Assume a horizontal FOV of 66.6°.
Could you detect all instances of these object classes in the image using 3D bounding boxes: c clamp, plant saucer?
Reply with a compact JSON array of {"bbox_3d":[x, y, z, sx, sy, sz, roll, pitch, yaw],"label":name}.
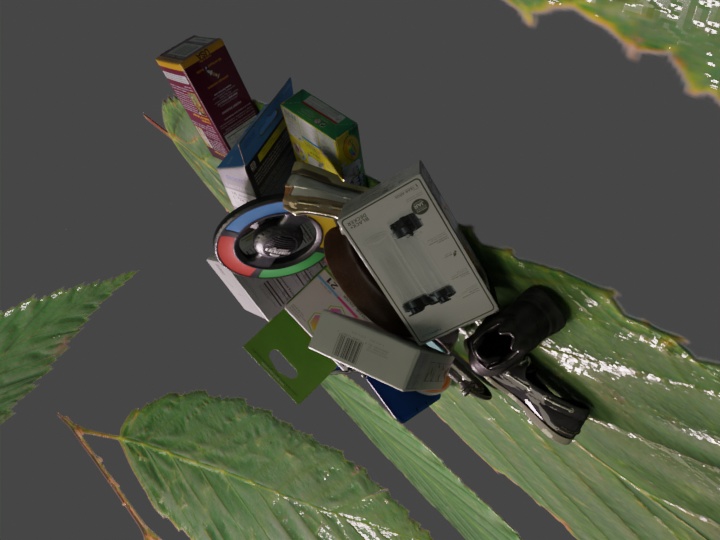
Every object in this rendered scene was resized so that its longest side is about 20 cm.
[{"bbox_3d":[0.135,0.154,0.925,0.200,0.027,0.171,39,-173,19],"label":"c clamp"},{"bbox_3d":[0.034,0.004,0.791,0.200,0.034,0.201,35,-152,-22],"label":"plant saucer"}]

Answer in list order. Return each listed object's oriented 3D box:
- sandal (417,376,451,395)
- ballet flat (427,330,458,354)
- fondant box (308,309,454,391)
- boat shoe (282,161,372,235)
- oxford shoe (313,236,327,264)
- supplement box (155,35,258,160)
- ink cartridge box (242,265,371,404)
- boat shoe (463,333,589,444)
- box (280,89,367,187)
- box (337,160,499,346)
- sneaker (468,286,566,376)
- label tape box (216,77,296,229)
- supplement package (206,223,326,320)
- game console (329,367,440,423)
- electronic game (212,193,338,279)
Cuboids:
[{"bbox_3d":[0.090,0.150,1.044,0.207,0.079,0.059,48,163,14],"label":"sandal"},{"bbox_3d":[0.077,0.054,0.888,0.200,0.072,0.072,37,161,3],"label":"ballet flat"},{"bbox_3d":[0.038,0.115,0.770,0.144,0.058,0.200,21,179,24],"label":"fondant box"},{"bbox_3d":[-0.007,-0.078,0.730,0.199,0.069,0.075,21,179,7],"label":"boat shoe"},{"bbox_3d":[0.000,0.000,0.967,0.200,0.075,0.070,46,173,7],"label":"oxford shoe"},{"bbox_3d":[-0.249,-0.290,0.950,0.110,0.086,0.200,30,154,45],"label":"supplement box"},{"bbox_3d":[-0.077,0.112,0.917,0.148,0.200,0.076,47,173,-4],"label":"ink cartridge box"},{"bbox_3d":[0.233,0.149,0.773,0.200,0.072,0.063,45,120,30],"label":"boat shoe"},{"bbox_3d":[-0.045,-0.153,0.808,0.117,0.048,0.200,39,157,27],"label":"box"},{"bbox_3d":[0.073,-0.016,0.674,0.200,0.116,0.060,55,-161,-18],"label":"box"},{"bbox_3d":[0.169,0.091,0.684,0.076,0.091,0.200,51,155,19],"label":"sneaker"},{"bbox_3d":[-0.146,-0.174,0.831,0.063,0.145,0.200,20,152,17],"label":"label tape box"},{"bbox_3d":[-0.185,-0.024,1.149,0.147,0.200,0.191,56,160,-19],"label":"supplement package"},{"bbox_3d":[0.040,0.224,1.086,0.170,0.200,0.119,-12,86,30],"label":"game console"},{"bbox_3d":[-0.128,-0.048,0.856,0.200,0.199,0.042,81,172,-58],"label":"electronic game"}]
